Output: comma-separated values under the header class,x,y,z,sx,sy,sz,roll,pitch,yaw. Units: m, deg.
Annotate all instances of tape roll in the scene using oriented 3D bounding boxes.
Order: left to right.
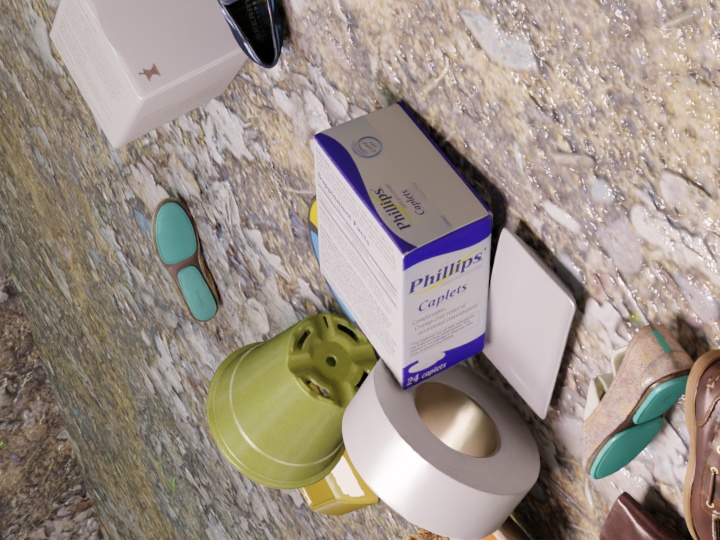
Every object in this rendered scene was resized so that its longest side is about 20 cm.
class,x,y,z,sx,sy,sz,roll,pitch,yaw
tape roll,0.081,0.172,1.553,0.203,0.201,0.071,50,123,27

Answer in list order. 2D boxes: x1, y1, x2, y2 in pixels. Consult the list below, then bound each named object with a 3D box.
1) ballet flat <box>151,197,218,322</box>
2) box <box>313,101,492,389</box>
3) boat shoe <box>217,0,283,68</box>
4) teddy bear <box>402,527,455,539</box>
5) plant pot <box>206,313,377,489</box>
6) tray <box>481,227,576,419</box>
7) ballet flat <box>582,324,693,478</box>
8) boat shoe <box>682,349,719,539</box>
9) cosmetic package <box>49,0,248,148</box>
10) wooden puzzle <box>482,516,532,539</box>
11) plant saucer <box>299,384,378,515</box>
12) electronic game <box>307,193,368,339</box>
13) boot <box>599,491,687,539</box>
class,x,y,z,sx,sy,sz,roll,pitch,yaw
ballet flat,-0.264,-0.019,2.276,0.070,0.070,0.202,20,134,58
box,0.040,-0.025,1.513,0.185,0.104,0.201,53,158,36
boat shoe,-0.119,-0.305,1.608,0.201,0.083,0.069,61,-179,-36
teddy bear,0.117,0.355,1.890,0.145,0.067,0.201,44,147,17
plant pot,-0.068,0.144,1.908,0.201,0.199,0.190,57,145,10
tray,0.163,0.050,1.469,0.108,0.022,0.201,51,156,28
ballet flat,0.232,0.109,1.327,0.068,0.067,0.201,65,154,25
boat shoe,0.301,0.162,1.231,0.070,0.070,0.202,38,148,52
cosmetic package,-0.244,-0.273,1.792,0.169,0.165,0.200,60,159,1
wooden puzzle,0.127,0.256,1.664,0.201,0.037,0.185,52,-174,27
plant saucer,-0.068,0.263,2.190,0.202,0.048,0.200,61,158,4
electronic game,0.000,0.000,1.741,0.200,0.041,0.201,47,153,32
boot,0.285,0.268,1.383,0.167,0.072,0.201,49,159,22
